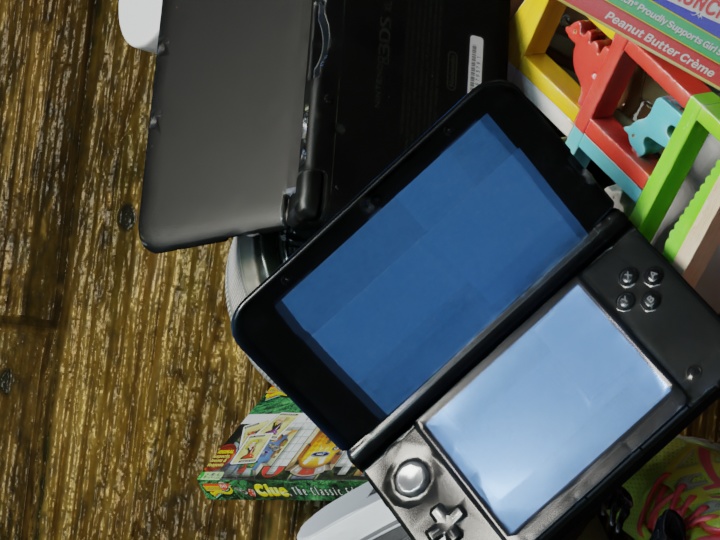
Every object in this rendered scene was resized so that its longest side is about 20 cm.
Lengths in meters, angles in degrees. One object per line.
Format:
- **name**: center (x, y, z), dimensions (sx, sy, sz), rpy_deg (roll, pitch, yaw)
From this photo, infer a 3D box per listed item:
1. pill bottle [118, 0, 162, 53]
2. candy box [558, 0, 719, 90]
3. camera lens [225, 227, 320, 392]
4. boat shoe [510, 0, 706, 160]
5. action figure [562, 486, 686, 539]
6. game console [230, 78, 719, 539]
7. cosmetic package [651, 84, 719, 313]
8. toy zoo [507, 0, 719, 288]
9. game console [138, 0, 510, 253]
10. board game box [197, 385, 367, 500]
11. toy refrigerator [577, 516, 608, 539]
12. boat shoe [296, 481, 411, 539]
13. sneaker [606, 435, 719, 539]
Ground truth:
- **pill bottle**: center (-0.051, -0.161, 1.324), dimensions (0.111, 0.199, 0.112), rpy_deg (-23, 62, 51)
- **candy box**: center (0.163, -0.192, 1.124), dimensions (0.077, 0.168, 0.201), rpy_deg (-52, 26, 25)
- **camera lens**: center (0.000, 0.000, 1.239), dimensions (0.200, 0.158, 0.162), rpy_deg (125, 143, -77)
- **boat shoe**: center (0.147, -0.127, 1.225), dimensions (0.074, 0.075, 0.200), rpy_deg (-52, 36, 11)
- **action figure**: center (0.081, 0.188, 1.121), dimensions (0.119, 0.102, 0.200), rpy_deg (47, 119, -3)
- **game console**: center (0.065, 0.038, 1.056), dimensions (0.200, 0.118, 0.171), rpy_deg (-42, 54, 4)
- **cosmetic package**: center (0.225, -0.074, 1.162), dimensions (0.201, 0.050, 0.083), rpy_deg (-56, 30, 21)
- **toy zoo**: center (0.128, -0.078, 1.137), dimensions (0.200, 0.020, 0.132), rpy_deg (49, 132, 31)
- **game console**: center (-0.018, -0.102, 1.151), dimensions (0.116, 0.174, 0.202), rpy_deg (145, 132, -61)
- **board game box**: center (-0.007, 0.109, 1.333), dimensions (0.199, 0.105, 0.024), rpy_deg (-5, 122, 41)
- **toy refrigerator**: center (0.120, 0.214, 1.211), dimensions (0.070, 0.076, 0.201), rpy_deg (-40, 60, 31)
- **boat shoe**: center (0.049, 0.145, 1.194), dimensions (0.199, 0.070, 0.066), rpy_deg (-30, 99, 32)
- **sneaker**: center (0.196, 0.149, 1.143), dimensions (0.199, 0.090, 0.079), rpy_deg (32, 107, 42)
